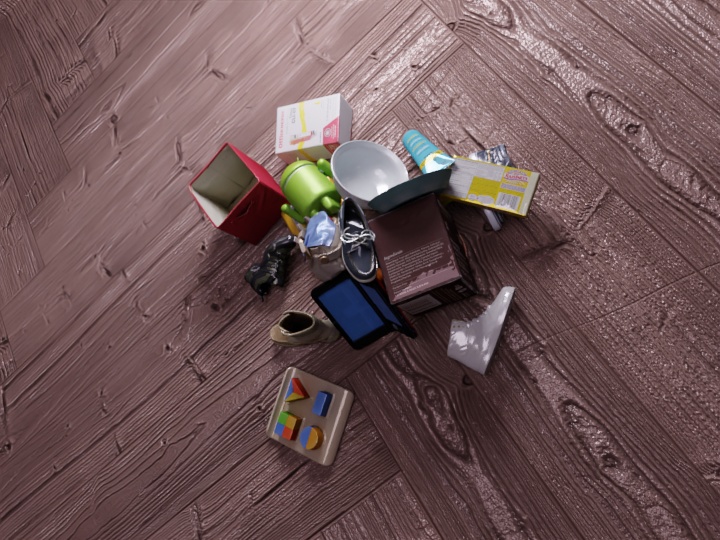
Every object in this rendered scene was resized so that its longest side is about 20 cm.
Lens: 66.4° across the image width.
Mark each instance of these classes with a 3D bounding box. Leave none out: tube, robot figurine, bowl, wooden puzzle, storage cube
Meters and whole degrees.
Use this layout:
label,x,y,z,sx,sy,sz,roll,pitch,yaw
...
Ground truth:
label,x,y,z,sx,sy,sz,roll,pitch,yaw
tube,0.158,-0.278,1.323,0.077,0.050,0.201,-41,37,11
robot figurine,-0.128,-0.201,1.413,0.176,0.115,0.200,-50,63,16
bowl,0.013,-0.223,1.379,0.199,0.091,0.203,9,56,-14
wooden puzzle,-0.132,0.353,1.349,0.198,0.046,0.187,16,84,27
storage cube,-0.323,-0.202,1.503,0.171,0.180,0.200,-45,64,8

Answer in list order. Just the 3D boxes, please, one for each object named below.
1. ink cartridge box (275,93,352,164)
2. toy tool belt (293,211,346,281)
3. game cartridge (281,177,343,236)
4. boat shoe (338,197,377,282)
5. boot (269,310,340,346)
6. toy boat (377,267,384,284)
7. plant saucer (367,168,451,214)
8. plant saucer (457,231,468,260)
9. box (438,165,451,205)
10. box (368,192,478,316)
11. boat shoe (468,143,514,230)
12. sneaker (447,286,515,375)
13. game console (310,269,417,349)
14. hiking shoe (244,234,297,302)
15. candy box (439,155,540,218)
label,x,y,z,sx,sy,sz,roll,pitch,yaw
ink cartridge box,-0.130,-0.384,1.511,0.198,0.083,0.147,-5,75,24
toy tool belt,-0.092,-0.080,1.270,0.124,0.123,0.201,-34,36,25
game cartridge,-0.103,-0.129,1.465,0.176,0.032,0.201,-38,63,12
boat shoe,-0.006,-0.069,1.177,0.074,0.062,0.202,-6,56,-5
boot,-0.166,0.143,1.356,0.198,0.154,0.073,-6,75,23
toy boat,0.000,0.000,1.350,0.130,0.131,0.201,29,90,-1
plant saucer,0.113,-0.166,1.207,0.199,0.200,0.036,-22,87,18
plant saucer,0.161,-0.022,1.315,0.198,0.032,0.202,-6,75,23
box,0.175,-0.180,1.325,0.199,0.075,0.050,-31,67,14
box,0.140,-0.027,1.215,0.163,0.166,0.202,-22,69,19
boat shoe,0.316,-0.196,1.263,0.090,0.071,0.202,-19,69,21
sneaker,0.259,0.114,1.212,0.115,0.074,0.202,22,88,25
game console,0.006,0.099,1.254,0.119,0.201,0.172,-42,21,-12
hiking shoe,-0.219,-0.008,1.470,0.200,0.076,0.101,-45,71,23
candy box,0.286,-0.187,1.223,0.198,0.026,0.103,18,78,23
